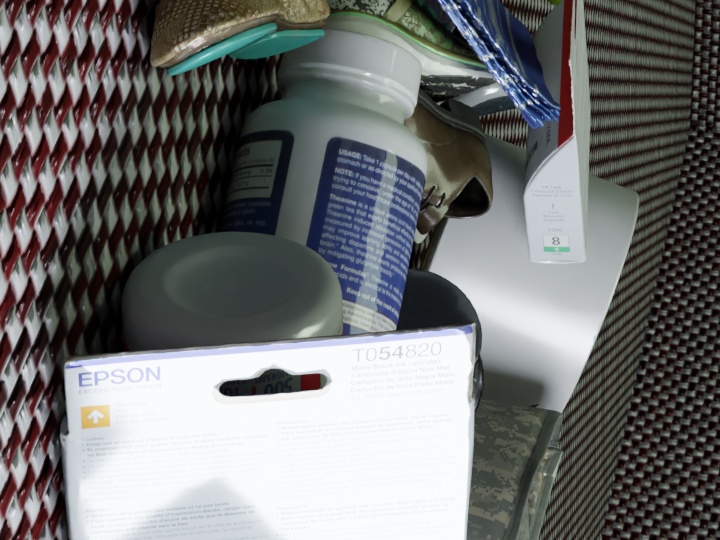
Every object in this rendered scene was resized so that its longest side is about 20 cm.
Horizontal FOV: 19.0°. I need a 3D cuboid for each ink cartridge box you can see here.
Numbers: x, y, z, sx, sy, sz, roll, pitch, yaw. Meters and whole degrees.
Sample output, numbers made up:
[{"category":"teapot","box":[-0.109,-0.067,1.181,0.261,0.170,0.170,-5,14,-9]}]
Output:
[{"category":"ink cartridge box","box":[0.138,-0.129,1.543,0.200,0.050,0.161,77,15,-47]},{"category":"ink cartridge box","box":[-0.045,0.107,1.048,0.041,0.199,0.200,-109,-162,-57]}]

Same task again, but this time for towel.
[{"category":"towel","box":[0.064,-0.195,1.404,0.200,0.024,0.145,50,16,-28]}]

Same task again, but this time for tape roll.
[{"category":"tape roll","box":[0.118,0.008,1.690,0.203,0.139,0.203,-159,-90,-89]}]

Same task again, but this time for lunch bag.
[{"category":"lunch bag","box":[0.048,0.159,1.535,0.200,0.164,0.118,-64,161,-50]}]

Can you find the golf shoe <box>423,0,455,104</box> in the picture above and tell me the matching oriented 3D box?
[{"category":"golf shoe","box":[0.021,-0.147,1.478,0.091,0.075,0.200,19,76,-61]}]

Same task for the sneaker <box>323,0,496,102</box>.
[{"category":"sneaker","box":[0.027,-0.160,1.383,0.200,0.077,0.089,13,69,-57]}]

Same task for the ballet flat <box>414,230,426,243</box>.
[{"category":"ballet flat","box":[0.041,-0.061,1.608,0.200,0.068,0.075,-57,161,-69]}]

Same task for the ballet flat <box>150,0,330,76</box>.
[{"category":"ballet flat","box":[-0.070,-0.141,1.112,0.200,0.070,0.065,-34,104,-76]}]

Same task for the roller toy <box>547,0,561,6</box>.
[{"category":"roller toy","box":[0.138,-0.313,1.698,0.182,0.139,0.200,-49,142,-85]}]

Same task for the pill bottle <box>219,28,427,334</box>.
[{"category":"pill bottle","box":[-0.023,-0.031,1.235,0.111,0.111,0.200,54,46,-72]}]

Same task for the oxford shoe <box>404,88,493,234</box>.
[{"category":"oxford shoe","box":[0.026,-0.069,1.369,0.200,0.073,0.085,6,59,-50]}]

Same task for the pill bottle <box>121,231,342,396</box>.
[{"category":"pill bottle","box":[-0.064,0.090,1.126,0.112,0.112,0.200,-63,157,-55]}]

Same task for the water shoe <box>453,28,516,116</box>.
[{"category":"water shoe","box":[0.080,-0.154,1.598,0.200,0.071,0.079,-120,-163,-85]}]

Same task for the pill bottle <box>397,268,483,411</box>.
[{"category":"pill bottle","box":[0.016,0.081,1.366,0.200,0.112,0.112,110,-4,-61]}]
